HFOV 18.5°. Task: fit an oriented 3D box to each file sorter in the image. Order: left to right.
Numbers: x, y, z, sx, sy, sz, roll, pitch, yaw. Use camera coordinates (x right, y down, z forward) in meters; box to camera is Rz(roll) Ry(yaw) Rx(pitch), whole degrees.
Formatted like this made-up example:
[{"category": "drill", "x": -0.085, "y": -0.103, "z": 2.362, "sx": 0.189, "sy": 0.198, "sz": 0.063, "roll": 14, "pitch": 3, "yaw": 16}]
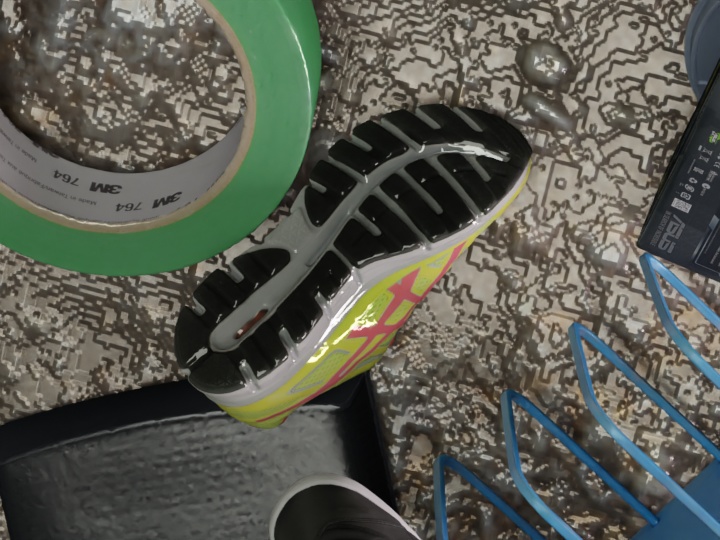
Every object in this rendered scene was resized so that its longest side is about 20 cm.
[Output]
[{"category": "file sorter", "x": 0.109, "y": 0.111, "z": 1.008, "sx": 0.123, "sy": 0.139, "sz": 0.200, "roll": 41, "pitch": 104, "yaw": -11}]

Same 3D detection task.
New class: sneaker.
[{"category": "sneaker", "x": 0.000, "y": 0.000, "z": 1.049, "sx": 0.199, "sy": 0.091, "sz": 0.078, "roll": -37, "pitch": 60, "yaw": -10}, {"category": "sneaker", "x": 0.043, "y": 0.168, "z": 0.907, "sx": 0.199, "sy": 0.099, "sz": 0.071, "roll": 37, "pitch": 103, "yaw": -8}]

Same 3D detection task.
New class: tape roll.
[{"category": "tape roll", "x": -0.118, "y": -0.092, "z": 1.027, "sx": 0.198, "sy": 0.048, "sz": 0.202, "roll": 2, "pitch": 124, "yaw": 3}]

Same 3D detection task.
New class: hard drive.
[{"category": "hard drive", "x": -0.082, "y": 0.124, "z": 1.101, "sx": 0.198, "sy": 0.042, "sz": 0.136, "roll": -10, "pitch": 98, "yaw": 11}]

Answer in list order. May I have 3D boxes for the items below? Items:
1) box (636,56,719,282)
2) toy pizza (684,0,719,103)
[{"category": "box", "x": 0.219, "y": -0.044, "z": 0.953, "sx": 0.157, "sy": 0.200, "sz": 0.051, "roll": 24, "pitch": 62, "yaw": 5}, {"category": "toy pizza", "x": 0.239, "y": -0.083, "z": 0.961, "sx": 0.199, "sy": 0.201, "sz": 0.032, "roll": 20, "pitch": 61, "yaw": 5}]
